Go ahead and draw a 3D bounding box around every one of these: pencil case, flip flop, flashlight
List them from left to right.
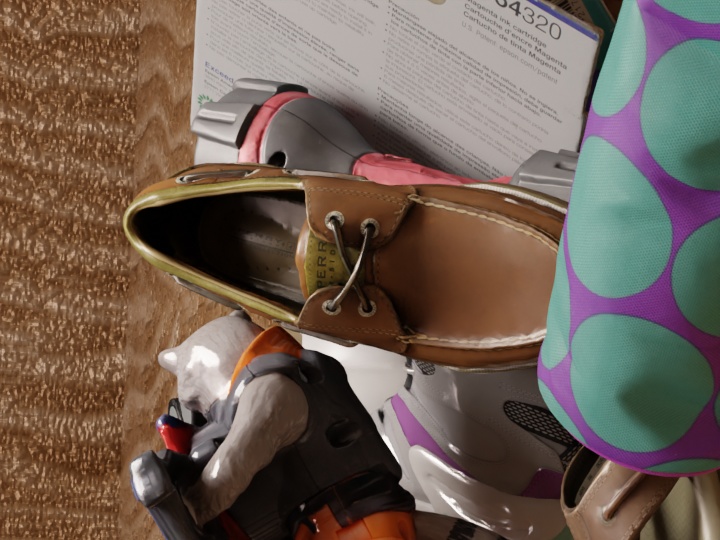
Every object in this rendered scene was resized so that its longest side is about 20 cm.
[{"bbox_3d":[0.022,-0.034,0.891,0.200,0.068,0.068,11,94,39],"label":"flashlight"},{"bbox_3d":[0.101,0.068,0.801,0.081,0.057,0.201,154,118,-77],"label":"flip flop"},{"bbox_3d":[0.115,-0.032,0.692,0.085,0.092,0.200,-38,-31,-44],"label":"pencil case"}]

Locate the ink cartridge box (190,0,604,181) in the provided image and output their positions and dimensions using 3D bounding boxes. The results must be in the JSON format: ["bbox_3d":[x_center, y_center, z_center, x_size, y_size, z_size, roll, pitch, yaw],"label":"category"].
[{"bbox_3d":[0.016,-0.085,0.935,0.043,0.196,0.200,-43,-23,-33],"label":"ink cartridge box"}]

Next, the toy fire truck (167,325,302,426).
[{"bbox_3d":[-0.073,0.155,1.516,0.176,0.128,0.201,117,142,-62],"label":"toy fire truck"}]

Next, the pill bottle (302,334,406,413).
[{"bbox_3d":[0.008,0.100,1.095,0.120,0.119,0.201,177,96,-78],"label":"pill bottle"}]

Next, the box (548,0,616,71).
[{"bbox_3d":[0.055,-0.135,1.010,0.082,0.049,0.200,59,178,-17],"label":"box"}]

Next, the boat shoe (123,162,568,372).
[{"bbox_3d":[0.000,0.000,0.831,0.199,0.068,0.072,6,96,35],"label":"boat shoe"}]

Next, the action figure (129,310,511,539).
[{"bbox_3d":[-0.001,0.094,0.866,0.194,0.105,0.200,48,-176,11],"label":"action figure"}]

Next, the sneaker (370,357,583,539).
[{"bbox_3d":[0.037,0.048,0.947,0.200,0.078,0.140,1,99,52],"label":"sneaker"}]
